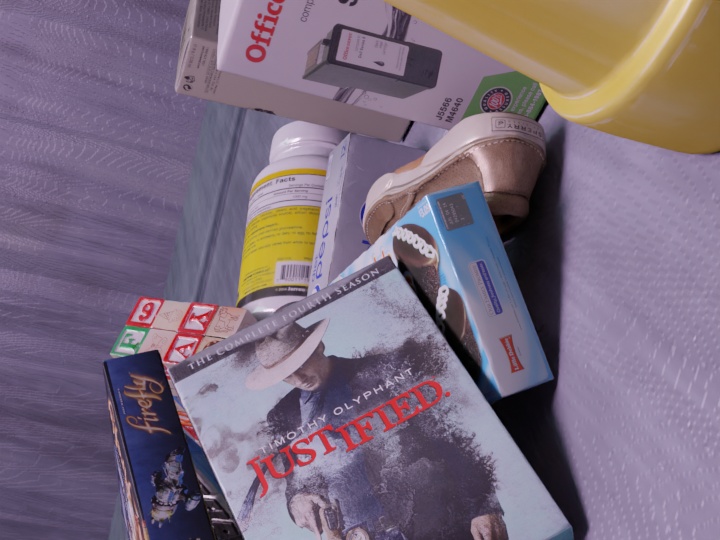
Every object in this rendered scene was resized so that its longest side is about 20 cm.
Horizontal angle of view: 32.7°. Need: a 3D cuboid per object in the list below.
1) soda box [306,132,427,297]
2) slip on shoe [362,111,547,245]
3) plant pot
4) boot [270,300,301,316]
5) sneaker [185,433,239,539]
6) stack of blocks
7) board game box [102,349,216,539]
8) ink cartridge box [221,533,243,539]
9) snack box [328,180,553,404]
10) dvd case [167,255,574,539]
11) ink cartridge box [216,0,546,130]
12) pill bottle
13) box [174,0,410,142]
[{"bbox_3d":[0.000,0.000,0.959,0.063,0.068,0.201,148,132,-69],"label":"soda box"},{"bbox_3d":[0.055,-0.033,0.776,0.200,0.076,0.061,145,131,-60],"label":"slip on shoe"},{"bbox_3d":[0.086,-0.166,0.514,0.201,0.188,0.202,-169,90,-75],"label":"plant pot"},{"bbox_3d":[0.011,0.118,0.694,0.187,0.064,0.200,63,175,-15],"label":"boot"},{"bbox_3d":[-0.105,0.189,1.007,0.078,0.200,0.090,-19,37,32],"label":"sneaker"},{"bbox_3d":[-0.107,0.107,1.046,0.200,0.115,0.059,56,-132,-45],"label":"stack of blocks"},{"bbox_3d":[-0.102,0.161,0.668,0.200,0.034,0.136,-117,23,-47],"label":"board game box"},{"bbox_3d":[-0.029,0.238,0.692,0.200,0.083,0.145,106,146,-59],"label":"ink cartridge box"},{"bbox_3d":[0.040,0.034,0.741,0.117,0.037,0.200,70,159,9],"label":"snack box"},{"bbox_3d":[-0.003,0.093,0.637,0.200,0.146,0.022,58,171,40],"label":"dvd case"},{"bbox_3d":[0.027,-0.170,0.720,0.146,0.199,0.084,116,160,-45],"label":"ink cartridge box"},{"bbox_3d":[-0.045,-0.026,1.066,0.112,0.112,0.201,125,153,-58],"label":"pill bottle"},{"bbox_3d":[-0.050,-0.175,1.026,0.068,0.199,0.082,118,160,-48],"label":"box"}]
